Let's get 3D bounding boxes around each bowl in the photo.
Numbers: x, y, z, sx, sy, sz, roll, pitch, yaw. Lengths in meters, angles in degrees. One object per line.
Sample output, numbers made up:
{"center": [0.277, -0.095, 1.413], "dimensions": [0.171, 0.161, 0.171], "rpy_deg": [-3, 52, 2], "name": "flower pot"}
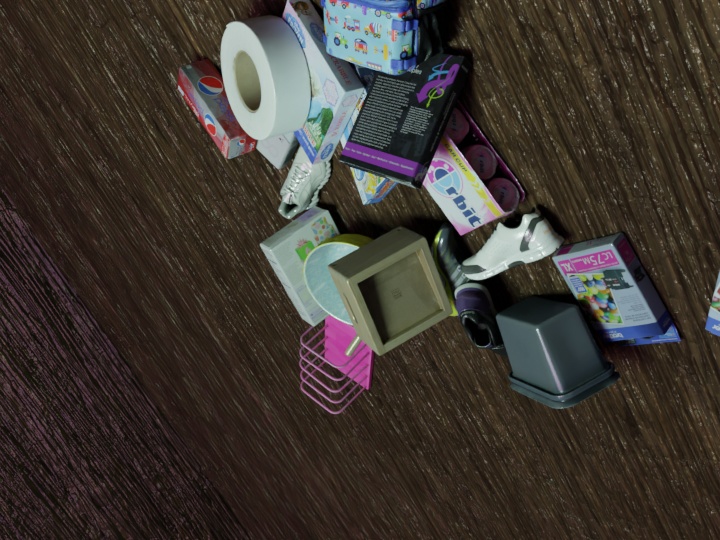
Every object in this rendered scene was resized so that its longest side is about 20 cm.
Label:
{"center": [0.000, 0.000, 1.539], "dimensions": [0.200, 0.108, 0.201], "rpy_deg": [15, 131, 19], "name": "bowl"}

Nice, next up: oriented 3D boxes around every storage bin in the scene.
{"center": [0.316, 0.119, 1.287], "dimensions": [0.135, 0.145, 0.200], "rpy_deg": [67, 169, -10], "name": "storage bin"}

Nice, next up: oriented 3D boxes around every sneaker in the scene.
{"center": [0.236, -0.044, 1.281], "dimensions": [0.200, 0.074, 0.080], "rpy_deg": [-26, 99, 47], "name": "sneaker"}
{"center": [0.221, 0.113, 1.386], "dimensions": [0.076, 0.088, 0.200], "rpy_deg": [-20, 133, 28], "name": "sneaker"}
{"center": [-0.113, -0.173, 1.533], "dimensions": [0.075, 0.081, 0.200], "rpy_deg": [40, 145, 15], "name": "sneaker"}
{"center": [0.179, -0.001, 1.398], "dimensions": [0.081, 0.074, 0.200], "rpy_deg": [5, 133, 31], "name": "sneaker"}

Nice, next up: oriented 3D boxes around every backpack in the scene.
{"center": [0.034, -0.396, 1.087], "dimensions": [0.182, 0.135, 0.200], "rpy_deg": [29, 140, 26], "name": "backpack"}

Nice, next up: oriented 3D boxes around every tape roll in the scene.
{"center": [-0.165, -0.329, 1.344], "dimensions": [0.202, 0.071, 0.203], "rpy_deg": [40, 140, 44], "name": "tape roll"}

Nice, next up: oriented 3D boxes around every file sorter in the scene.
{"center": [-0.062, 0.217, 1.832], "dimensions": [0.139, 0.125, 0.200], "rpy_deg": [32, 144, 23], "name": "file sorter"}

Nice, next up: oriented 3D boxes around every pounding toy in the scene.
{"center": [0.041, 0.053, 1.399], "dimensions": [0.142, 0.184, 0.200], "rpy_deg": [35, 151, 63], "name": "pounding toy"}

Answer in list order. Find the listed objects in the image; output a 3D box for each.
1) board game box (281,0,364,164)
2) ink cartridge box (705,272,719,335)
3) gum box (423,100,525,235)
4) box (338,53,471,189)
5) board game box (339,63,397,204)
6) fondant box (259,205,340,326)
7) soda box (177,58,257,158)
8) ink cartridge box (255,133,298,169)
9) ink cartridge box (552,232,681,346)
{"center": [-0.086, -0.317, 1.334], "dimensions": [0.200, 0.041, 0.200], "rpy_deg": [59, 150, 17], "name": "board game box"}
{"center": [0.532, 0.042, 1.037], "dimensions": [0.119, 0.042, 0.200], "rpy_deg": [25, 142, 32], "name": "ink cartridge box"}
{"center": [0.158, -0.158, 1.246], "dimensions": [0.200, 0.066, 0.113], "rpy_deg": [53, 148, -7], "name": "gum box"}
{"center": [0.066, -0.234, 1.178], "dimensions": [0.143, 0.200, 0.036], "rpy_deg": [24, -178, 36], "name": "box"}
{"center": [0.011, -0.227, 1.296], "dimensions": [0.135, 0.034, 0.200], "rpy_deg": [-42, 65, 61], "name": "board game box"}
{"center": [-0.093, -0.009, 1.601], "dimensions": [0.058, 0.144, 0.200], "rpy_deg": [28, 150, 55], "name": "fondant box"}
{"center": [-0.281, -0.318, 1.547], "dimensions": [0.200, 0.070, 0.063], "rpy_deg": [55, 149, 16], "name": "soda box"}
{"center": [-0.194, -0.314, 1.510], "dimensions": [0.200, 0.057, 0.163], "rpy_deg": [40, 147, 3], "name": "ink cartridge box"}
{"center": [0.394, 0.042, 1.211], "dimensions": [0.200, 0.042, 0.119], "rpy_deg": [55, 147, -13], "name": "ink cartridge box"}
